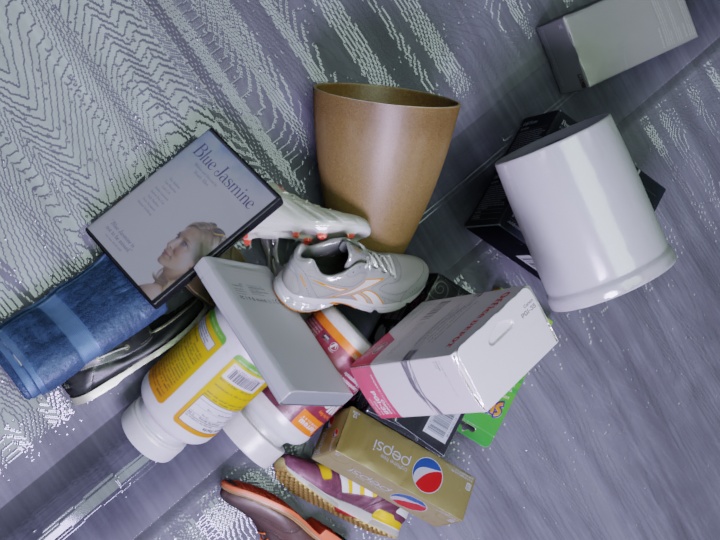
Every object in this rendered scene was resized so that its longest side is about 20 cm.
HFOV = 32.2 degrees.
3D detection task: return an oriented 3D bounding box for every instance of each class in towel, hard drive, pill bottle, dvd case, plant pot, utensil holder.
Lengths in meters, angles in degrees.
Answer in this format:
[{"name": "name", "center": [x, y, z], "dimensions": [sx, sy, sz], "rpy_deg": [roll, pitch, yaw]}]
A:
[{"name": "towel", "center": [-0.333, 0.061, 1.466], "dimensions": [0.200, 0.112, 0.049], "rpy_deg": [-35, 147, -20]}, {"name": "hard drive", "center": [-0.100, 0.071, 1.447], "dimensions": [0.027, 0.132, 0.200], "rpy_deg": [-45, 64, 19]}, {"name": "pill bottle", "center": [-0.190, 0.135, 1.487], "dimensions": [0.111, 0.111, 0.200], "rpy_deg": [42, 107, -16]}, {"name": "dvd case", "center": [-0.210, -0.065, 1.488], "dimensions": [0.200, 0.018, 0.143], "rpy_deg": [-41, 65, -12]}, {"name": "plant pot", "center": [0.022, -0.124, 1.576], "dimensions": [0.186, 0.186, 0.201], "rpy_deg": [1, 105, -21]}, {"name": "utensil holder", "center": [0.278, -0.074, 1.559], "dimensions": [0.169, 0.170, 0.201], "rpy_deg": [-26, 96, -19]}, {"name": "pill bottle", "center": [-0.075, 0.144, 1.547], "dimensions": [0.200, 0.110, 0.110], "rpy_deg": [-44, 105, 0]}]

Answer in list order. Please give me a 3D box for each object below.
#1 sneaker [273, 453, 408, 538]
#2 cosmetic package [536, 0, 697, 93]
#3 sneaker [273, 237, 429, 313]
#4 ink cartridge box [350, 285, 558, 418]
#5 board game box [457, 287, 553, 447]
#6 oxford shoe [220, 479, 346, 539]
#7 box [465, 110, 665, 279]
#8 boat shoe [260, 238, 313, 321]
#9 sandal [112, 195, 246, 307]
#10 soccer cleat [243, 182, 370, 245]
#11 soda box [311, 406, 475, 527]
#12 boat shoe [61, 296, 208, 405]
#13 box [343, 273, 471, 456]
[{"name": "sneaker", "center": [-0.020, 0.268, 1.611], "dimensions": [0.200, 0.075, 0.090], "rpy_deg": [34, 70, -24]}, {"name": "cosmetic package", "center": [0.358, -0.333, 1.742], "dimensions": [0.199, 0.090, 0.107], "rpy_deg": [-23, 98, -16]}, {"name": "sneaker", "center": [0.000, 0.000, 1.502], "dimensions": [0.199, 0.092, 0.076], "rpy_deg": [-6, 56, -26]}, {"name": "ink cartridge box", "center": [0.106, 0.097, 1.446], "dimensions": [0.146, 0.200, 0.083], "rpy_deg": [-39, 105, -33]}, {"name": "board game box", "center": [0.179, 0.133, 1.705], "dimensions": [0.095, 0.030, 0.201], "rpy_deg": [32, 76, -18]}, {"name": "oxford shoe", "center": [-0.103, 0.331, 1.576], "dimensions": [0.200, 0.071, 0.073], "rpy_deg": [35, 83, -18]}, {"name": "box", "center": [0.280, -0.085, 1.701], "dimensions": [0.200, 0.104, 0.183], "rpy_deg": [33, 78, -18]}, {"name": "boat shoe", "center": [-0.081, -0.002, 1.581], "dimensions": [0.071, 0.069, 0.201], "rpy_deg": [-22, 99, -23]}, {"name": "sandal", "center": [-0.220, -0.022, 1.542], "dimensions": [0.200, 0.054, 0.080], "rpy_deg": [33, 73, -3]}, {"name": "soccer cleat", "center": [-0.086, -0.070, 1.516], "dimensions": [0.199, 0.069, 0.078], "rpy_deg": [3, 73, 0]}, {"name": "soda box", "center": [0.043, 0.248, 1.569], "dimensions": [0.200, 0.068, 0.064], "rpy_deg": [31, 61, -19]}, {"name": "boat shoe", "center": [-0.275, 0.083, 1.507], "dimensions": [0.200, 0.072, 0.068], "rpy_deg": [-32, 101, -15]}, {"name": "box", "center": [0.082, 0.119, 1.621], "dimensions": [0.132, 0.115, 0.201], "rpy_deg": [32, 80, -20]}]
